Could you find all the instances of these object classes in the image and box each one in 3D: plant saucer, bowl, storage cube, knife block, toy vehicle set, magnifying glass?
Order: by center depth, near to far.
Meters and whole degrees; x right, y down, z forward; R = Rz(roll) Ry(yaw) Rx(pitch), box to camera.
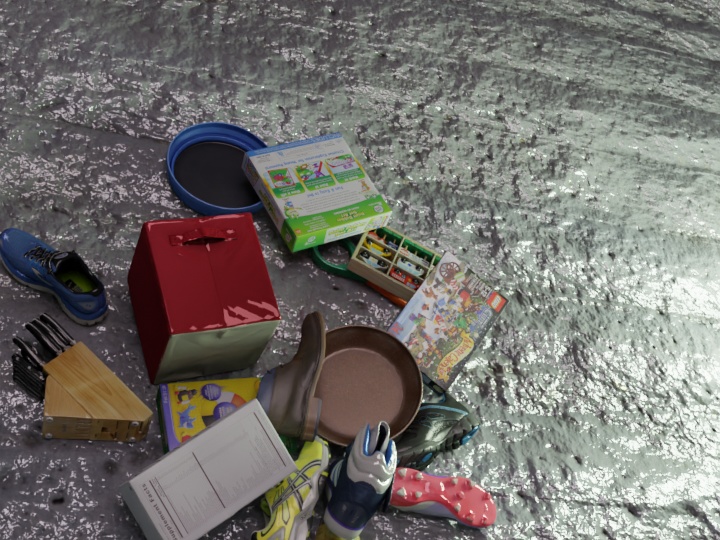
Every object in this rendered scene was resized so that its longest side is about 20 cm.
[{"bbox_3d":[-0.396,0.148,1.406,0.197,0.064,0.177,6,53,-17],"label":"knife block"},{"bbox_3d":[-0.235,0.043,1.468,0.169,0.200,0.182,-7,63,-26],"label":"storage cube"},{"bbox_3d":[-0.005,0.178,1.500,0.197,0.037,0.203,2,59,-3],"label":"plant saucer"},{"bbox_3d":[0.000,0.000,1.700,0.199,0.022,0.080,36,46,5],"label":"magnifying glass"},{"bbox_3d":[0.084,-0.002,1.714,0.198,0.027,0.125,28,41,-2],"label":"toy vehicle set"},{"bbox_3d":[-0.242,-0.174,1.731,0.198,0.040,0.203,11,51,-13],"label":"bowl"}]

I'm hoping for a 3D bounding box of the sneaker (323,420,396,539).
[{"bbox_3d":[0.010,0.266,1.366,0.080,0.148,0.200,27,13,-3],"label":"sneaker"}]

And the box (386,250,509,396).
[{"bbox_3d":[0.137,0.085,1.631,0.136,0.038,0.201,37,67,2],"label":"box"}]

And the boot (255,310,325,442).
[{"bbox_3d":[-0.104,0.145,1.444,0.095,0.075,0.203,9,59,-10],"label":"boot"}]

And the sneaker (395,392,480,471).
[{"bbox_3d":[0.093,0.253,1.515,0.199,0.074,0.082,-18,58,-43],"label":"sneaker"}]

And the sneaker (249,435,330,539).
[{"bbox_3d":[-0.095,0.312,1.388,0.075,0.076,0.202,21,48,-4],"label":"sneaker"}]

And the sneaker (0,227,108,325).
[{"bbox_3d":[-0.457,-0.008,1.487,0.199,0.090,0.079,33,48,6],"label":"sneaker"}]

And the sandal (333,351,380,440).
[{"bbox_3d":[-0.004,0.207,1.531,0.075,0.043,0.203,1,58,-8],"label":"sandal"}]

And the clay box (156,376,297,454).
[{"bbox_3d":[-0.190,0.217,1.442,0.197,0.048,0.116,-3,56,-22],"label":"clay box"}]

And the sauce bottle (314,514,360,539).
[{"bbox_3d":[-0.048,0.426,1.325,0.064,0.065,0.202,20,50,-5],"label":"sauce bottle"}]

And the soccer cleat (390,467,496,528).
[{"bbox_3d":[0.110,0.335,1.460,0.198,0.076,0.068,20,62,-25],"label":"soccer cleat"}]

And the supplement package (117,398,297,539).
[{"bbox_3d":[-0.204,0.275,1.315,0.199,0.109,0.115,-30,87,-26],"label":"supplement package"}]

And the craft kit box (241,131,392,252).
[{"bbox_3d":[-0.076,-0.140,1.714,0.198,0.049,0.199,-16,57,-30],"label":"craft kit box"}]
